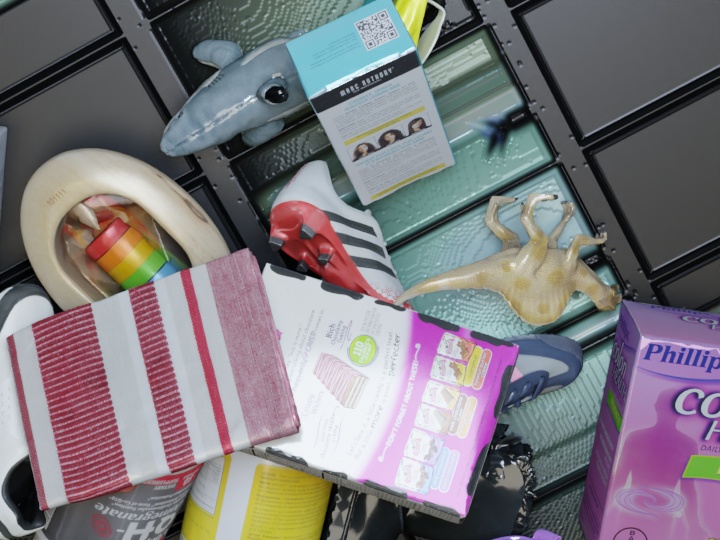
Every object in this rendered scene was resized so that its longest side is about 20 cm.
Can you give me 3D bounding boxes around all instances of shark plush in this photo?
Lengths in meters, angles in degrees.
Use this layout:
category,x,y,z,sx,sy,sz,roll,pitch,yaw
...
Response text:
category,x,y,z,sx,sy,sz,roll,pitch,yaw
shark plush,-0.053,-0.132,1.296,0.200,0.083,0.091,-9,111,23

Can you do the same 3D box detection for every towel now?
category,x,y,z,sx,sy,sz,roll,pitch,yaw
towel,-0.152,0.080,1.265,0.200,0.023,0.144,-19,69,8

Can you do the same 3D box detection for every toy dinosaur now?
category,x,y,z,sx,sy,sz,roll,pitch,yaw
toy dinosaur,0.127,-0.008,1.350,0.200,0.058,0.101,3,86,-21

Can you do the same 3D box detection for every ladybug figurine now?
category,x,y,z,sx,sy,sz,roll,pitch,yaw
ladybug figurine,-0.176,-0.013,1.357,0.136,0.072,0.200,-39,103,10

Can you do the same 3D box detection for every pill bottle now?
category,x,y,z,sx,sy,sz,roll,pitch,yaw
pill bottle,-0.194,0.170,1.368,0.111,0.111,0.200,23,128,-7
pill bottle,-0.078,0.165,1.389,0.112,0.112,0.200,12,106,-4

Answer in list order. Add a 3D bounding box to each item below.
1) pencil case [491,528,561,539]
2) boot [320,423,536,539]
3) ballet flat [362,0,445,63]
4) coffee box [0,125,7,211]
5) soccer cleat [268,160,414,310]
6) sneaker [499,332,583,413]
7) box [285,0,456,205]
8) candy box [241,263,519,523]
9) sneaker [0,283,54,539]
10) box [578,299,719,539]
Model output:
category,x,y,z,sx,sy,sz,roll,pitch,yaw
pencil case,0.127,0.305,1.425,0.084,0.085,0.200,21,129,28
boot,0.049,0.208,1.429,0.162,0.073,0.198,10,107,-10
ballet flat,0.039,-0.217,1.314,0.067,0.067,0.200,7,110,-25
coffee box,-0.343,-0.015,1.350,0.114,0.080,0.200,8,106,-3
soccer cleat,0.000,0.000,1.369,0.069,0.085,0.200,-14,130,36
sneaker,0.091,0.106,1.369,0.200,0.082,0.070,-11,141,-14
box,0.011,-0.119,1.268,0.082,0.200,0.049,-25,67,2
candy box,0.002,0.092,1.291,0.200,0.061,0.136,19,76,3
sneaker,-0.255,0.109,1.324,0.080,0.074,0.200,0,81,41
box,0.283,0.141,1.396,0.176,0.097,0.200,8,105,-3
